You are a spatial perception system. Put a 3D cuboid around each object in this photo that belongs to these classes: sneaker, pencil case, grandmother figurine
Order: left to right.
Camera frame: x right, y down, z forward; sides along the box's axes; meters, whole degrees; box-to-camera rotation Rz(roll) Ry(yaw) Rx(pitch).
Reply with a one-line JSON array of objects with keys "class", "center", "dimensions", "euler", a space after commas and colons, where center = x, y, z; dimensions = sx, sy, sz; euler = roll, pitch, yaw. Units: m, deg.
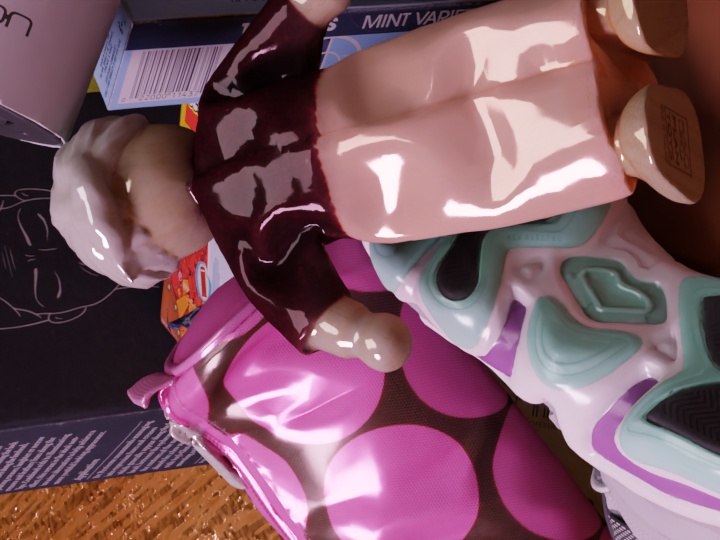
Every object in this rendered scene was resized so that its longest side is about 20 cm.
[{"class": "grandmother figurine", "center": [-0.004, -0.031, 0.676], "dimensions": [0.199, 0.060, 0.122], "euler": [-9, 71, 27]}, {"class": "pencil case", "center": [0.020, 0.081, 0.766], "dimensions": [0.200, 0.094, 0.091], "euler": [50, 163, -7]}, {"class": "sneaker", "center": [0.077, 0.040, 0.720], "dimensions": [0.200, 0.078, 0.140], "euler": [43, 164, 39]}]

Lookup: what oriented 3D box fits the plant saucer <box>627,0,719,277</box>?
[{"class": "plant saucer", "center": [0.113, -0.082, 0.701], "dimensions": [0.200, 0.037, 0.202], "euler": [24, 117, 60]}]

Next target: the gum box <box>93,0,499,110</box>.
[{"class": "gum box", "center": [-0.037, -0.148, 0.842], "dimensions": [0.201, 0.169, 0.045], "euler": [65, 148, 32]}]

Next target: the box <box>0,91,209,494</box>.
[{"class": "box", "center": [-0.135, 0.011, 1.040], "dimensions": [0.107, 0.199, 0.149], "euler": [-44, 56, 58]}]

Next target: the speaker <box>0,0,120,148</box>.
[{"class": "speaker", "center": [-0.093, -0.141, 0.725], "dimensions": [0.081, 0.081, 0.201], "euler": [7, 75, 63]}]

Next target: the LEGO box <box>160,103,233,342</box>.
[{"class": "LEGO box", "center": [0.000, 0.000, 0.902], "dimensions": [0.200, 0.077, 0.150], "euler": [47, 136, 51]}]

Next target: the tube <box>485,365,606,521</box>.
[{"class": "tube", "center": [0.053, 0.112, 0.838], "dimensions": [0.052, 0.058, 0.201], "euler": [37, 129, 45]}]

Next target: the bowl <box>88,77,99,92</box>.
[{"class": "bowl", "center": [-0.136, -0.169, 1.109], "dimensions": [0.200, 0.107, 0.202], "euler": [23, 116, 60]}]
